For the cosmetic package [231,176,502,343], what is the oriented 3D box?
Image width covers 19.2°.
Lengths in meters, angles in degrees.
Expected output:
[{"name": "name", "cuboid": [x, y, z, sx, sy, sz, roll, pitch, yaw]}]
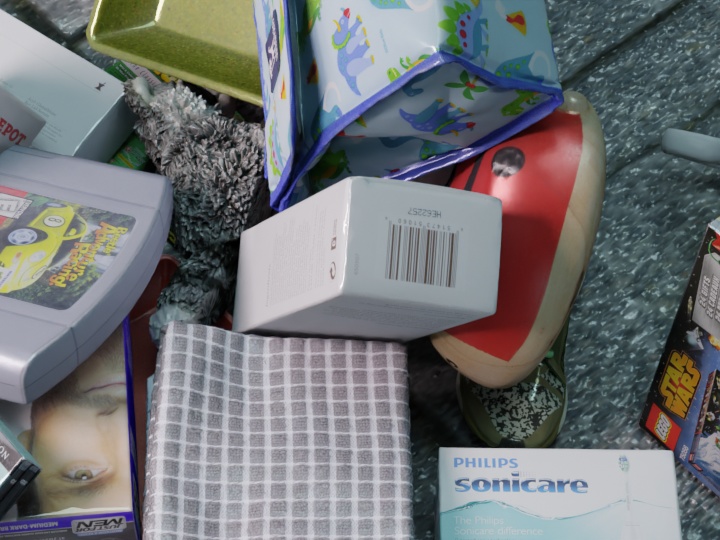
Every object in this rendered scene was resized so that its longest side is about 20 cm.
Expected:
[{"name": "cosmetic package", "cuboid": [0.000, 0.000, 1.280, 0.101, 0.200, 0.074, 9, 80, -21]}]

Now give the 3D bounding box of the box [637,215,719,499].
[{"name": "box", "cuboid": [0.248, 0.070, 1.292, 0.040, 0.200, 0.137, -32, 61, -30]}]

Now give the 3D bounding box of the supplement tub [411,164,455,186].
[{"name": "supplement tub", "cuboid": [0.034, -0.100, 1.435, 0.122, 0.123, 0.200, -17, 35, -14]}]

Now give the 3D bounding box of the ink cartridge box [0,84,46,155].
[{"name": "ink cartridge box", "cuboid": [-0.311, -0.058, 1.354, 0.084, 0.146, 0.200, 35, 88, 20]}]

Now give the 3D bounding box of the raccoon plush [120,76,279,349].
[{"name": "raccoon plush", "cuboid": [-0.126, -0.052, 1.400, 0.134, 0.097, 0.200, 20, 46, 20]}]

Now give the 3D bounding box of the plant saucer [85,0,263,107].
[{"name": "plant saucer", "cuboid": [-0.071, -0.217, 1.427, 0.199, 0.048, 0.201, 20, 96, 29]}]

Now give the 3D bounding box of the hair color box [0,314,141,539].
[{"name": "hair color box", "cuboid": [-0.194, 0.081, 1.310, 0.109, 0.065, 0.201, -5, 56, -4]}]

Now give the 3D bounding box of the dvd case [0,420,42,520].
[{"name": "dvd case", "cuboid": [-0.286, 0.152, 1.245, 0.200, 0.022, 0.146, -49, 47, 0]}]

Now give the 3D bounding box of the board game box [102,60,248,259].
[{"name": "board game box", "cuboid": [-0.120, -0.076, 1.496, 0.105, 0.023, 0.200, -36, 63, -22]}]

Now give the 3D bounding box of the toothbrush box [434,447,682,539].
[{"name": "toothbrush box", "cuboid": [0.117, 0.209, 1.257, 0.146, 0.085, 0.201, 0, 55, -1]}]

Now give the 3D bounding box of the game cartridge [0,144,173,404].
[{"name": "game cartridge", "cuboid": [-0.199, -0.002, 1.300, 0.133, 0.041, 0.200, 15, 43, 15]}]

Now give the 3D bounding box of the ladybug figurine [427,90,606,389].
[{"name": "ladybug figurine", "cuboid": [0.088, -0.022, 1.300, 0.072, 0.201, 0.136, 10, 25, -20]}]

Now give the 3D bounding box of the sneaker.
[{"name": "sneaker", "cuboid": [0.107, 0.025, 1.388, 0.077, 0.089, 0.201, 8, 55, 4]}]

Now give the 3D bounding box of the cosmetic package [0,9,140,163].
[{"name": "cosmetic package", "cuboid": [-0.276, -0.108, 1.480, 0.200, 0.052, 0.151, 32, 73, 19]}]

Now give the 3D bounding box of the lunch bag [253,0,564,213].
[{"name": "lunch bag", "cuboid": [0.006, -0.145, 1.274, 0.127, 0.200, 0.171, 14, 60, -38]}]

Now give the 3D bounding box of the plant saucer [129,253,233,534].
[{"name": "plant saucer", "cuboid": [-0.142, 0.108, 1.352, 0.199, 0.037, 0.200, -33, 61, -23]}]

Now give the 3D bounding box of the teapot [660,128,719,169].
[{"name": "teapot", "cuboid": [0.332, -0.052, 1.424, 0.197, 0.146, 0.200, -29, 88, 6]}]

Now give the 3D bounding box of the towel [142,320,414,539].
[{"name": "towel", "cuboid": [-0.049, 0.123, 1.270, 0.165, 0.086, 0.201, 1, 54, -3]}]
